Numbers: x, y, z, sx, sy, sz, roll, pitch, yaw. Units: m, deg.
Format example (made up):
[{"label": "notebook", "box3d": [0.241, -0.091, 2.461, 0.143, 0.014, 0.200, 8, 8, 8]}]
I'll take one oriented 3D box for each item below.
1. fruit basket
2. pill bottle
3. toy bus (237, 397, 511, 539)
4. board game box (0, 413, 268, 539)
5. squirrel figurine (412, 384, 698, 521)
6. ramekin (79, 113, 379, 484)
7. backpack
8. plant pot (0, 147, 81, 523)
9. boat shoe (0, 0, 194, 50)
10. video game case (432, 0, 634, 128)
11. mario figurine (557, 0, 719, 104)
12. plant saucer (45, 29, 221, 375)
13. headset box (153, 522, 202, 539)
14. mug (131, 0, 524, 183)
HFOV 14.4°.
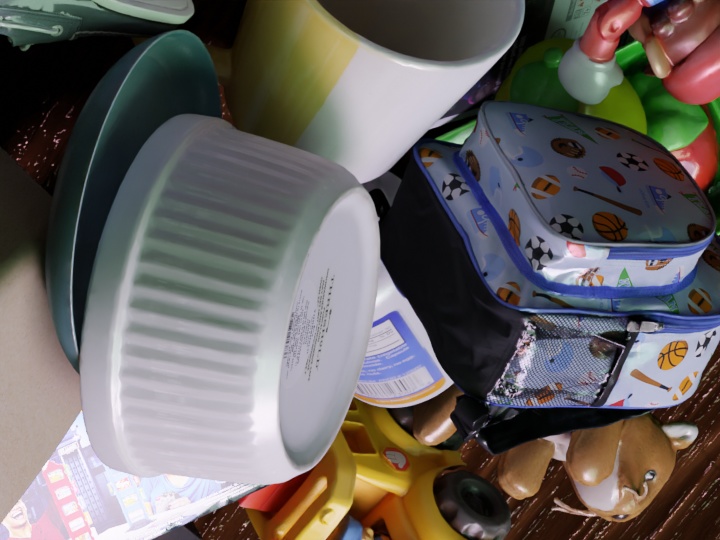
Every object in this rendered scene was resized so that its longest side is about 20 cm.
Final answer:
[{"label": "fruit basket", "box3d": [0.141, -0.067, 1.782, 0.215, 0.156, 0.216, -26, 179, 0]}, {"label": "pill bottle", "box3d": [0.000, 0.000, 1.811, 0.112, 0.112, 0.200, -33, 148, 1]}, {"label": "toy bus", "box3d": [-0.016, 0.153, 1.934, 0.192, 0.200, 0.136, 14, 128, -40]}, {"label": "board game box", "box3d": [-0.179, 0.078, 1.711, 0.200, 0.062, 0.200, -24, 119, -10]}, {"label": "squirrel figurine", "box3d": [0.149, 0.072, 1.956, 0.141, 0.200, 0.187, -29, 131, 32]}, {"label": "ramekin", "box3d": [-0.064, 0.022, 1.537, 0.200, 0.105, 0.200, 13, 90, -74]}, {"label": "backpack", "box3d": [0.124, -0.004, 1.653, 0.190, 0.200, 0.154, 10, 129, -33]}, {"label": "plant pot", "box3d": [-0.247, 0.021, 1.561, 0.177, 0.200, 0.200, -39, 150, -15]}, {"label": "boat shoe", "box3d": [-0.179, -0.151, 1.489, 0.200, 0.073, 0.062, 10, 130, -41]}, {"label": "video game case", "box3d": [0.107, -0.176, 1.750, 0.182, 0.023, 0.200, -18, 146, -23]}, {"label": "mario figurine", "box3d": [0.152, -0.176, 1.625, 0.123, 0.106, 0.200, -24, 123, 23]}, {"label": "plant saucer", "box3d": [-0.124, -0.033, 1.529, 0.200, 0.027, 0.200, 12, 90, -74]}, {"label": "headset box", "box3d": [-0.215, 0.163, 1.876, 0.149, 0.075, 0.200, -36, 148, 2]}, {"label": "mug", "box3d": [-0.020, -0.137, 1.617, 0.149, 0.187, 0.153, -49, 175, -43]}]
